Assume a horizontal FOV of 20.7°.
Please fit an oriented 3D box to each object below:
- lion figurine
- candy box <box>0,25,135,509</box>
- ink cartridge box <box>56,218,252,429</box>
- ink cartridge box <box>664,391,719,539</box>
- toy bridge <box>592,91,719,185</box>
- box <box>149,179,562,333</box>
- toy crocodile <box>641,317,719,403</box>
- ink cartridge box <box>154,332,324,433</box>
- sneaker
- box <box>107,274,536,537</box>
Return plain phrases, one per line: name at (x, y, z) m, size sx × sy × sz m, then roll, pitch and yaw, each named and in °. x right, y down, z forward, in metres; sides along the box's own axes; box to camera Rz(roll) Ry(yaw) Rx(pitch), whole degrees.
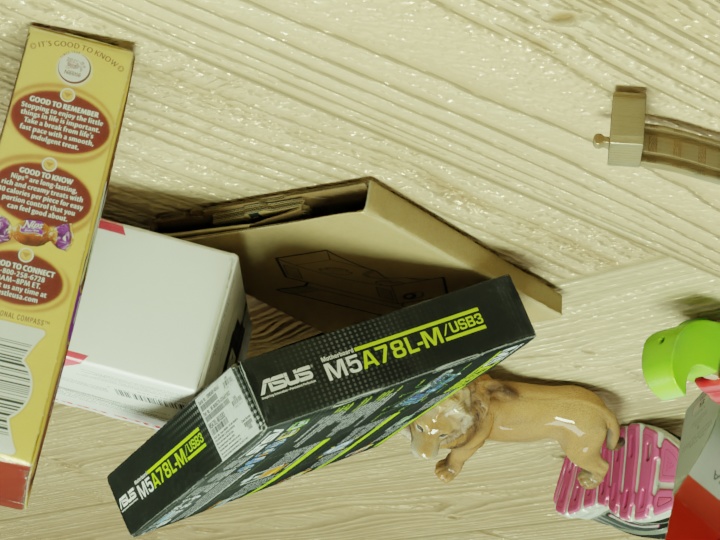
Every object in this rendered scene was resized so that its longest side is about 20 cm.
lion figurine at (0.112, 0.104, 1.382) m, size 0.198 × 0.073 × 0.123 m, roll -3°, pitch 152°, yaw -16°
candy box at (-0.156, 0.001, 0.927) m, size 0.056 × 0.202 × 0.117 m, roll 12°, pitch 162°, yaw -8°
ink cartridge box at (-0.145, 0.033, 1.163) m, size 0.143 × 0.085 × 0.200 m, roll 15°, pitch 167°, yaw 3°
ink cartridge box at (0.270, 0.163, 1.229) m, size 0.162 × 0.057 × 0.200 m, roll 39°, pitch -159°, yaw -3°
toy bridge at (0.207, -0.053, 0.910) m, size 0.198 × 0.028 × 0.067 m, roll 5°, pitch 163°, yaw 7°
box at (0.000, 0.000, 1.157) m, size 0.162 × 0.021 × 0.199 m, roll -8°, pitch 156°, yaw 37°
toy crocodile at (0.250, 0.068, 1.209) m, size 0.067 × 0.062 × 0.199 m, roll -11°, pitch 155°, yaw 44°
ink cartridge box at (-0.077, 0.085, 1.344) m, size 0.094 × 0.037 × 0.200 m, roll -30°, pitch -178°, yaw -34°
sneaker at (0.224, 0.163, 1.495) m, size 0.087 × 0.075 × 0.200 m, roll 13°, pitch 166°, yaw -17°
box at (-0.026, 0.080, 1.135) m, size 0.192 × 0.048 × 0.200 m, roll -20°, pitch 168°, yaw -34°
